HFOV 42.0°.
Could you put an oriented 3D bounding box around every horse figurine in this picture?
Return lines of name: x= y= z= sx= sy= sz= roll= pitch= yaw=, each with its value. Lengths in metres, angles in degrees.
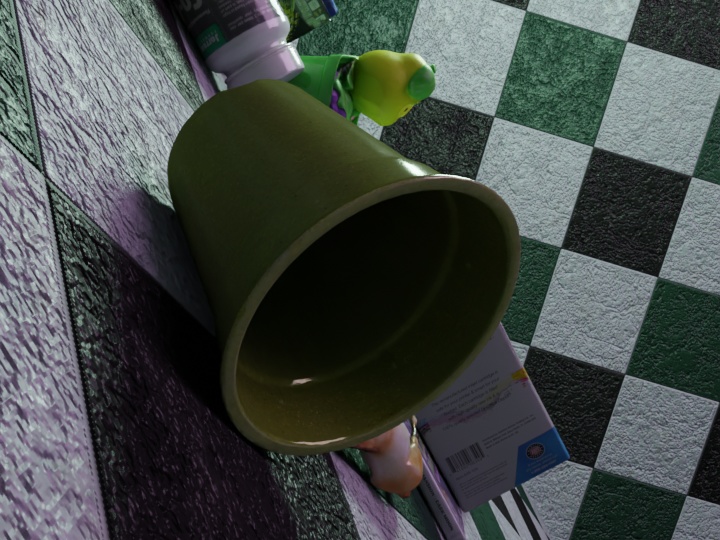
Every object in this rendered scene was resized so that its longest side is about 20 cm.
horse figurine: x=0.017 y=0.136 z=0.815 sx=0.133 sy=0.049 sz=0.201 roll=-92 pitch=163 yaw=-49

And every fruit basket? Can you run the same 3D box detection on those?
fruit basket: x=-0.006 y=-0.223 z=1.235 sx=0.216 sy=0.213 sz=0.157 roll=-99 pitch=-158 yaw=-74

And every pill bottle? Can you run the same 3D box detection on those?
pill bottle: x=-0.153 y=-0.306 z=1.109 sx=0.201 sy=0.112 sz=0.113 roll=61 pitch=5 yaw=-6

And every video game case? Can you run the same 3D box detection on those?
video game case: x=0.072 y=0.214 z=1.133 sx=0.183 sy=0.023 sz=0.200 roll=62 pitch=5 yaw=-4

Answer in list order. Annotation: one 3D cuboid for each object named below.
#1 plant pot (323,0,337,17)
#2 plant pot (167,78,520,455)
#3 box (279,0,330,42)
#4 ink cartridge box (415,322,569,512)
plant pot: x=-0.175 y=-0.516 z=1.594 sx=0.201 sy=0.178 sz=0.200 roll=64 pitch=5 yaw=22
plant pot: x=-0.035 y=-0.023 z=0.595 sx=0.190 sy=0.199 sz=0.200 roll=49 pitch=-4 yaw=39
box: x=-0.150 y=-0.382 z=1.265 sx=0.200 sy=0.160 sz=0.049 roll=56 pitch=7 yaw=-52
ink cartridge box: x=0.138 y=0.155 z=1.159 sx=0.201 sy=0.146 sz=0.146 roll=62 pitch=5 yaw=-9
